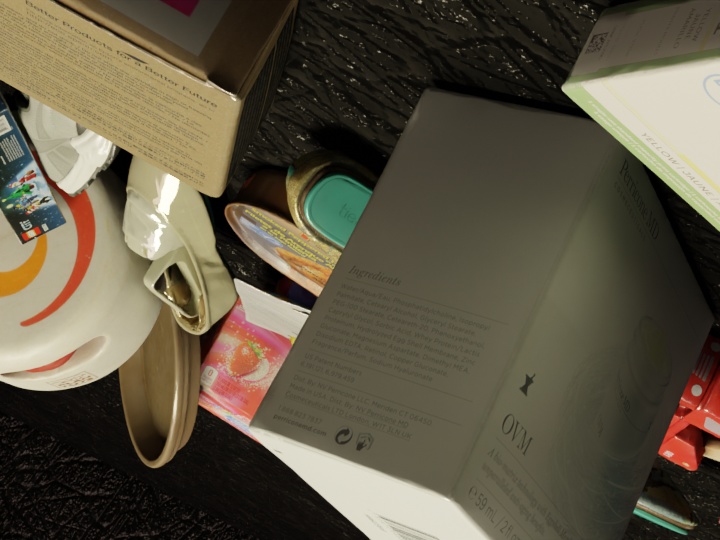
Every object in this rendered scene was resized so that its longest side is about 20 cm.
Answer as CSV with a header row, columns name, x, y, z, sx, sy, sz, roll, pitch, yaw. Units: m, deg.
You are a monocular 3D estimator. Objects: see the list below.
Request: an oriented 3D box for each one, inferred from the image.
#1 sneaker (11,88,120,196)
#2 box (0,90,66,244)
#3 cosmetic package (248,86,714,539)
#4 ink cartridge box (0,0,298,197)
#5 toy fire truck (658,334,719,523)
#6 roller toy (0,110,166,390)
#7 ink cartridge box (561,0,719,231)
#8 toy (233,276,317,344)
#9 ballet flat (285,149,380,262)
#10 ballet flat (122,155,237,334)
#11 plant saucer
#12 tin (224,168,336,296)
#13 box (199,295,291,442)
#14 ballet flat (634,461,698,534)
name,x,y,z,sx,sy,sz,roll,pitch,yaw
sneaker,-0.184,-0.103,0.964,0.079,0.074,0.200,34,165,-10
box,-0.257,-0.113,0.998,0.137,0.037,0.200,60,170,16
cosmetic package,0.075,0.050,0.775,0.122,0.201,0.199,14,159,33
ink cartridge box,-0.139,-0.136,0.794,0.199,0.075,0.165,30,162,-1
toy fire truck,0.233,0.108,0.953,0.140,0.049,0.200,27,163,3
roller toy,-0.248,-0.001,1.155,0.182,0.201,0.140,27,172,14
ink cartridge box,0.190,-0.052,0.559,0.145,0.048,0.200,37,164,-25
toy,-0.036,0.033,1.174,0.114,0.047,0.200,24,167,3
ballet flat,0.032,-0.010,0.928,0.200,0.071,0.071,36,162,-26
ballet flat,-0.136,-0.020,1.091,0.069,0.070,0.201,21,152,25
plant saucer,-0.178,0.072,1.324,0.029,0.202,0.200,-3,176,-24
tin,0.000,0.000,1.020,0.199,0.042,0.112,34,167,-2
box,-0.064,0.111,1.365,0.199,0.095,0.102,34,163,-17
ballet flat,0.159,0.128,1.101,0.199,0.075,0.074,19,161,19
